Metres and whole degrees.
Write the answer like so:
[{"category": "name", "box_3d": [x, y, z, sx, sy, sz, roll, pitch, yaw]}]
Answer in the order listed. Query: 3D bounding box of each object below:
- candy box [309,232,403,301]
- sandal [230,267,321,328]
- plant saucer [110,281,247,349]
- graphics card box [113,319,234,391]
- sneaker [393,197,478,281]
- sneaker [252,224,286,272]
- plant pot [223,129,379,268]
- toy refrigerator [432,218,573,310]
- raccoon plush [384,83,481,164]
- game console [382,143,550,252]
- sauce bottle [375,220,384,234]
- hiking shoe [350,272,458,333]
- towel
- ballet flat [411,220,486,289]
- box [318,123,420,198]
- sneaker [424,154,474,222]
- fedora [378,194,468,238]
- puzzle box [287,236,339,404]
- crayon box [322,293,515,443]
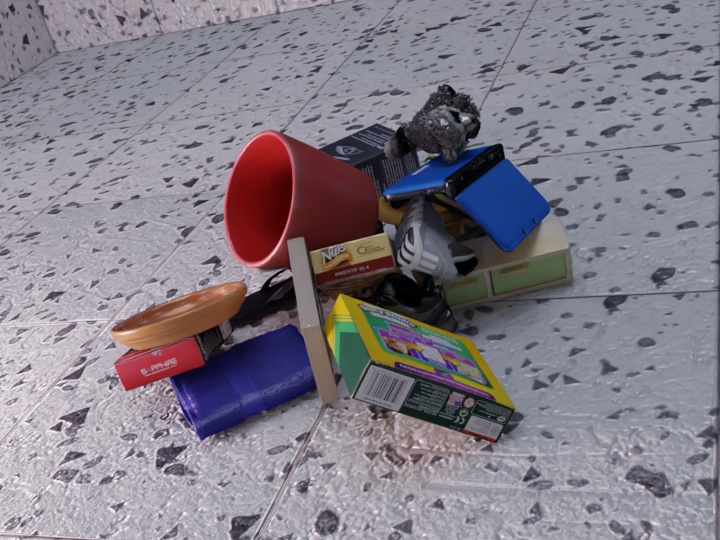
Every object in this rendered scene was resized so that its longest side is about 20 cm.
[{"category": "candy box", "box_3d": [0.000, 0.000, 1.438, 0.115, 0.056, 0.200, -13, -11, 5]}, {"category": "sandal", "box_3d": [-0.134, 0.033, 1.576, 0.199, 0.043, 0.076, -27, 29, -20]}, {"category": "plant saucer", "box_3d": [-0.251, 0.066, 1.369, 0.199, 0.038, 0.200, -19, 9, 3]}, {"category": "graphics card box", "box_3d": [-0.268, 0.110, 1.425, 0.125, 0.051, 0.200, -20, 9, 7]}, {"category": "sneaker", "box_3d": [0.111, -0.036, 1.385, 0.115, 0.075, 0.200, 23, 28, -6]}, {"category": "sneaker", "box_3d": [-0.088, -0.046, 1.610, 0.099, 0.071, 0.199, -21, -3, 40]}, {"category": "plant pot", "box_3d": [-0.081, -0.095, 1.460, 0.176, 0.202, 0.200, 8, 10, -37]}, {"category": "toy refrigerator", "box_3d": [0.204, -0.004, 1.416, 0.199, 0.076, 0.070, -13, 47, 4]}, {"category": "raccoon plush", "box_3d": [0.100, -0.185, 1.452, 0.200, 0.097, 0.134, -43, 8, 41]}, {"category": "game console", "box_3d": [0.156, -0.099, 1.399, 0.170, 0.119, 0.200, -8, 16, 32]}, {"category": "sauce bottle", "box_3d": [0.009, -0.060, 1.601, 0.066, 0.066, 0.200, -15, 11, 1]}, {"category": "hiking shoe", "box_3d": [0.045, 0.043, 1.398, 0.199, 0.101, 0.076, 4, 34, 33]}, {"category": "towel", "box_3d": [-0.156, 0.157, 1.360, 0.199, 0.050, 0.148, -23, 35, -14]}, {"category": "ballet flat", "box_3d": [0.161, -0.040, 1.519, 0.199, 0.071, 0.071, -29, 30, -19]}, {"category": "box", "box_3d": [-0.004, -0.185, 1.846, 0.199, 0.105, 0.148, -26, 29, -17]}, {"category": "sneaker", "box_3d": [0.182, -0.127, 1.507, 0.199, 0.083, 0.072, 22, 35, 23]}, {"category": "fedora", "box_3d": [0.120, -0.086, 1.618, 0.199, 0.082, 0.201, -5, 25, 2]}, {"category": "puzzle box", "box_3d": [-0.064, 0.062, 1.302, 0.025, 0.134, 0.201, -13, 37, -1]}, {"category": "crayon box", "box_3d": [0.067, 0.116, 1.180, 0.199, 0.059, 0.173, 21, 17, -21]}]
